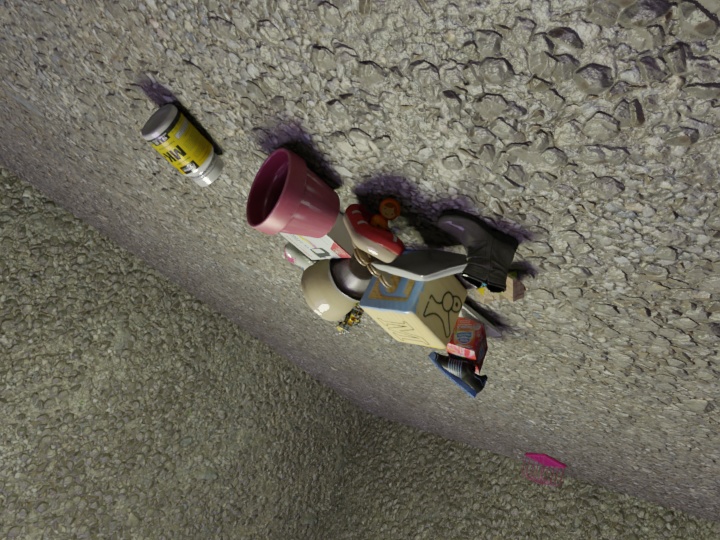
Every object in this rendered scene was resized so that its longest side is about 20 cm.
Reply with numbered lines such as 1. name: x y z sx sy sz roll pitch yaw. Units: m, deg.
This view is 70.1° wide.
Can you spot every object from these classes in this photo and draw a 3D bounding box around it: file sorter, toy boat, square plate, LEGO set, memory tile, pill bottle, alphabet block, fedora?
1. file sorter: 0.997 1.094 2.812 0.137 0.127 0.200 28 158 -4
2. toy boat: 0.048 -0.113 1.223 0.129 0.131 0.201 25 -158 -31
3. square plate: 0.158 -0.013 1.223 0.195 0.029 0.199 -12 -164 -32
4. LEGO set: -0.070 0.178 2.004 0.153 0.117 0.199 35 157 -20
5. memory tile: 0.020 -0.055 1.326 0.017 0.202 0.153 -34 128 19
6. pill bottle: -0.459 -0.322 1.344 0.113 0.116 0.200 7 151 40
7. alphabet block: 0.151 0.078 1.432 0.194 0.197 0.200 5 149 46
8. square plate: 0.310 0.148 1.605 0.199 0.029 0.197 36 157 -20
9. fedora: 0.000 0.000 1.501 0.090 0.199 0.178 -45 72 36

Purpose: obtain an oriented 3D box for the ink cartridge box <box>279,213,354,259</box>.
1. ink cartridge box: -0.116 -0.105 1.473 0.145 0.084 0.198 40 154 -32

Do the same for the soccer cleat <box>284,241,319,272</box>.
1. soccer cleat: -0.178 -0.038 1.733 0.085 0.071 0.200 1 153 29

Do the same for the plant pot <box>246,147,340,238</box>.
1. plant pot: -0.156 -0.170 1.258 0.177 0.204 0.198 21 165 -36

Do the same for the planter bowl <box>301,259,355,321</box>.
1. planter bowl: -0.072 0.042 1.644 0.199 0.202 0.134 37 129 -26

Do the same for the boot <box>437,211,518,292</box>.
1. boot: 0.247 -0.040 1.136 0.197 0.132 0.068 24 158 6

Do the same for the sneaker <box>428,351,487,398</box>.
1. sneaker: 0.296 0.298 1.559 0.199 0.078 0.070 38 172 36

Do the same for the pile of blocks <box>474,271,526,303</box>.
1. pile of blocks: 0.358 0.035 1.299 0.061 0.084 0.200 -13 178 -17

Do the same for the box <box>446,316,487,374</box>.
1. box: 0.329 0.233 1.586 0.098 0.097 0.201 16 156 25
